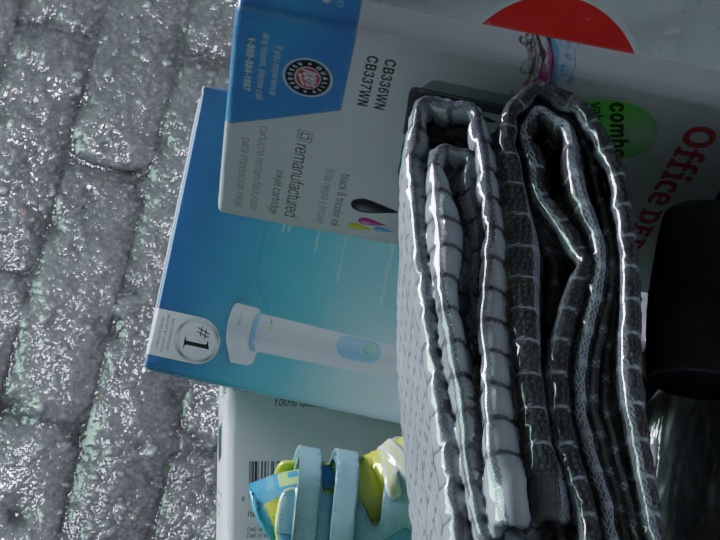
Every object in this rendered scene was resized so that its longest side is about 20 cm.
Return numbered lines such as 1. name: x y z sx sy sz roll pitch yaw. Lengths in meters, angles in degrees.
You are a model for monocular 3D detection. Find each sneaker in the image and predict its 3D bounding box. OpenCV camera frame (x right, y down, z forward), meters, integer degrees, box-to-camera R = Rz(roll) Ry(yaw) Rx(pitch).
1. sneaker: 0.023 0.091 0.713 0.080 0.129 0.202 -115 50 -82

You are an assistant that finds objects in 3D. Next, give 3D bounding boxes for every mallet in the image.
1. mallet: 0.120 0.025 0.609 0.200 0.041 0.067 91 -171 -79

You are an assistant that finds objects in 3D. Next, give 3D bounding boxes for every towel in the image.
1. towel: 0.061 0.059 0.551 0.166 0.084 0.202 89 176 -60

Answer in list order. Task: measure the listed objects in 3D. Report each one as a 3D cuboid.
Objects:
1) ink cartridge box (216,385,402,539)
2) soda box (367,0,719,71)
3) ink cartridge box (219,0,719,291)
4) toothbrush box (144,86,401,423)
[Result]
1. ink cartridge box: -0.010 0.080 0.889 0.084 0.144 0.203 159 112 -81
2. soda box: 0.067 -0.108 0.463 0.064 0.197 0.069 -86 7 -67
3. ink cartridge box: 0.053 -0.103 0.641 0.147 0.197 0.148 104 175 -61
4. toothbrush box: 0.000 0.000 0.805 0.085 0.197 0.148 128 153 -87
